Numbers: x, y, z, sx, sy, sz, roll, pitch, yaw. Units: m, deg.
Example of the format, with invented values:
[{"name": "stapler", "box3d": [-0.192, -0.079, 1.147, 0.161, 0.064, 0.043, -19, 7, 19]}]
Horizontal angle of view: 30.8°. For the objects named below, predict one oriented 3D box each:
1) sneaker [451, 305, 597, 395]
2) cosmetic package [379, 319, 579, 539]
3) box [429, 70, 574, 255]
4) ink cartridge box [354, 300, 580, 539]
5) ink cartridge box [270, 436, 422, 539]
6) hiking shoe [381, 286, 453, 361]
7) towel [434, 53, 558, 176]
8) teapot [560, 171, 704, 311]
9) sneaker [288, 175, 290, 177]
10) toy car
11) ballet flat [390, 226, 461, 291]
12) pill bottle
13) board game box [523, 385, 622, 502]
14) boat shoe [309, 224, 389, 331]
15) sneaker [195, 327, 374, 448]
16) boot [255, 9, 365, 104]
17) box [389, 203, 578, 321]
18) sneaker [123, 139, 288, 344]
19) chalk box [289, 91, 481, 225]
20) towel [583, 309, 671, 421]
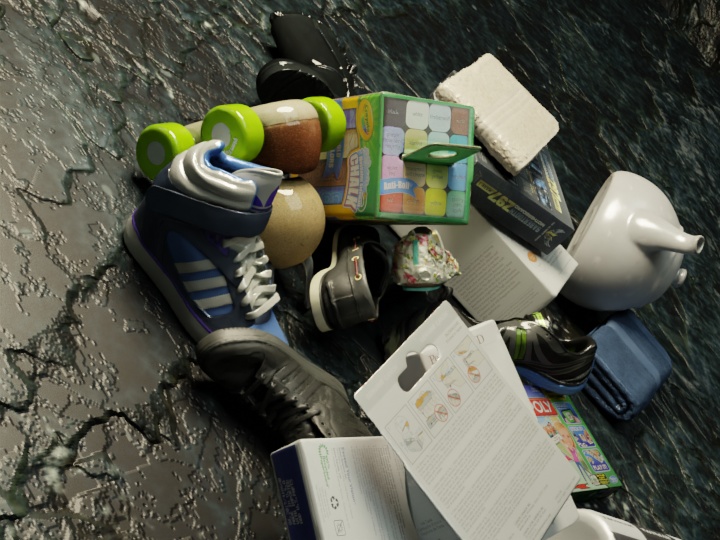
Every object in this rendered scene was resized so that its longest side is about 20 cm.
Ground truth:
[{"name": "sneaker", "box3d": [0.170, 0.072, 1.424, 0.199, 0.083, 0.071, 19, 20, -20]}, {"name": "cosmetic package", "box3d": [0.108, 0.157, 1.189, 0.102, 0.074, 0.200, -21, 86, -36]}, {"name": "box", "box3d": [0.162, -0.127, 1.519, 0.158, 0.051, 0.200, 31, 30, -27]}, {"name": "ink cartridge box", "box3d": [0.083, 0.149, 1.089, 0.200, 0.057, 0.163, 49, 43, -2]}, {"name": "ink cartridge box", "box3d": [0.026, 0.231, 1.046, 0.200, 0.041, 0.200, 7, 64, -50]}, {"name": "hiking shoe", "box3d": [0.098, 0.115, 1.276, 0.076, 0.101, 0.200, 4, 50, -52]}, {"name": "towel", "box3d": [0.158, -0.180, 1.495, 0.133, 0.034, 0.200, 45, 27, 2]}, {"name": "teapot", "box3d": [0.350, -0.020, 1.688, 0.146, 0.198, 0.200, 28, 28, 2]}, {"name": "sneaker", "box3d": [-0.002, -0.140, 1.450, 0.075, 0.115, 0.200, 46, 28, -2]}, {"name": "toy car", "box3d": [-0.095, -0.054, 1.244, 0.164, 0.158, 0.200, -16, 95, -55]}, {"name": "ballet flat", "box3d": [0.068, -0.014, 1.362, 0.200, 0.075, 0.064, -36, 123, -88]}, {"name": "pill bottle", "box3d": [0.266, 0.300, 1.264, 0.200, 0.106, 0.106, 23, 37, -37]}, {"name": "board game box", "box3d": [0.187, 0.184, 1.387, 0.200, 0.029, 0.135, 6, 49, -51]}, {"name": "boat shoe", "box3d": [0.001, 0.003, 1.296, 0.201, 0.063, 0.074, -66, 142, -68]}, {"name": "sneaker", "box3d": [-0.051, 0.125, 1.102, 0.200, 0.060, 0.104, 31, 29, -40]}, {"name": "boot", "box3d": [-0.069, -0.242, 1.536, 0.198, 0.073, 0.163, 22, 38, -50]}, {"name": "box", "box3d": [0.143, -0.034, 1.531, 0.200, 0.097, 0.124, 48, 28, 1]}, {"name": "sneaker", "box3d": [-0.101, -0.016, 1.125, 0.200, 0.146, 0.081, 48, 28, 3]}, {"name": "chalk box", "box3d": [0.033, -0.107, 1.309, 0.124, 0.200, 0.124, 4, 90, -36]}, {"name": "towel", "box3d": [0.328, 0.118, 1.643, 0.112, 0.049, 0.200, 50, 28, 7]}]
